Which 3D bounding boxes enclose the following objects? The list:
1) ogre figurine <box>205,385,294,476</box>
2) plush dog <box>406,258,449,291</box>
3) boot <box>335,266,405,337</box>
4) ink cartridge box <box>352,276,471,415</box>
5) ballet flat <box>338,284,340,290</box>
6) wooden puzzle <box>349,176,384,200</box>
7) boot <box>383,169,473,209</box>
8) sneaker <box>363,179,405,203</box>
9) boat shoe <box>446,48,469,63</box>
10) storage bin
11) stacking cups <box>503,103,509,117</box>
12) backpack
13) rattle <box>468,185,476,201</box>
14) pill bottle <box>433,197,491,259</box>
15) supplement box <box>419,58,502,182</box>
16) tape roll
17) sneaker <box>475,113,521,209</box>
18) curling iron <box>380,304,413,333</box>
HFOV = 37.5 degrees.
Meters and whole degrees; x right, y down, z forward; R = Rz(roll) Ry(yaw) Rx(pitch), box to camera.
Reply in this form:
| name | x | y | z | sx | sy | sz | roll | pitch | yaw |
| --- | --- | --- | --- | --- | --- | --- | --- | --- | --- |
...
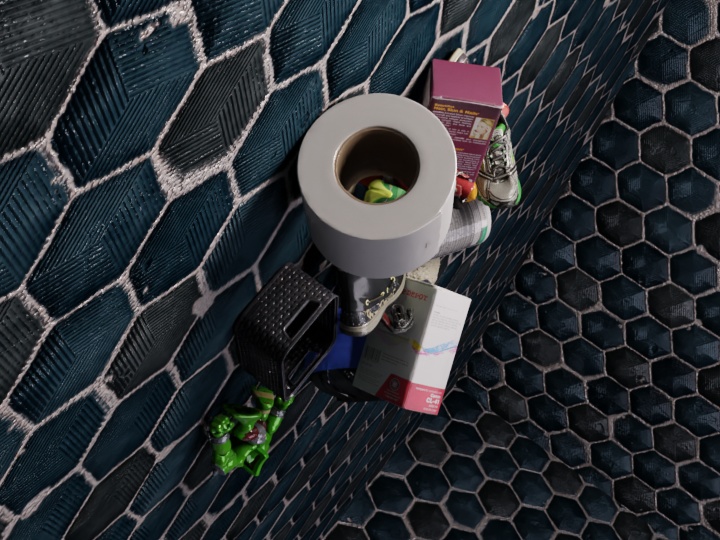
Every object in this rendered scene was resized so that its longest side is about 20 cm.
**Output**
| name | x | y | z | sx | sy | sz | roll | pitch | yaw |
| --- | --- | --- | --- | --- | --- | --- | --- | --- | --- |
| ogre figurine | -0.189 | 0.269 | 1.746 | 0.200 | 0.097 | 0.121 | -51 | 159 | -71 |
| plush dog | 0.103 | -0.042 | 1.968 | 0.200 | 0.159 | 0.173 | 84 | 19 | -70 |
| boot | 0.015 | -0.014 | 1.649 | 0.204 | 0.073 | 0.155 | -59 | 149 | -46 |
| ink cartridge box | 0.083 | 0.119 | 1.740 | 0.085 | 0.147 | 0.202 | 19 | 90 | -36 |
| ballet flat | 0.000 | 0.000 | 1.831 | 0.068 | 0.062 | 0.200 | -49 | 165 | -22 |
| wooden puzzle | 0.019 | -0.131 | 1.642 | 0.200 | 0.037 | 0.186 | -47 | 164 | -32 |
| boot | 0.088 | -0.158 | 1.518 | 0.073 | 0.143 | 0.200 | -63 | 150 | -15 |
| sneaker | 0.071 | -0.067 | 1.601 | 0.200 | 0.083 | 0.075 | 41 | 68 | -57 |
| boat shoe | 0.164 | -0.288 | 1.713 | 0.072 | 0.065 | 0.200 | -52 | 166 | -15 |
| storage bin | -0.111 | 0.096 | 1.611 | 0.135 | 0.093 | 0.200 | -50 | 165 | -21 |
| stacking cups | 0.218 | -0.240 | 2.035 | 0.201 | 0.060 | 0.061 | -56 | 167 | -8 |
| backpack | -0.016 | 0.147 | 1.905 | 0.200 | 0.161 | 0.169 | 34 | 47 | -60 |
| rattle | 0.173 | -0.184 | 1.852 | 0.200 | 0.142 | 0.131 | 9 | 97 | -68 |
| pill bottle | 0.119 | -0.076 | 1.839 | 0.199 | 0.113 | 0.114 | -18 | 148 | -29 |
| supplement box | 0.143 | -0.222 | 1.650 | 0.201 | 0.109 | 0.086 | 106 | -10 | -53 |
| tape roll | 0.022 | -0.106 | 1.366 | 0.203 | 0.202 | 0.139 | -52 | 167 | -15 |
| sneaker | 0.220 | -0.193 | 1.773 | 0.077 | 0.201 | 0.085 | -10 | 154 | -2 |
| curling iron | 0.022 | 0.044 | 1.724 | 0.049 | 0.200 | 0.026 | -24 | 129 | -24 |
